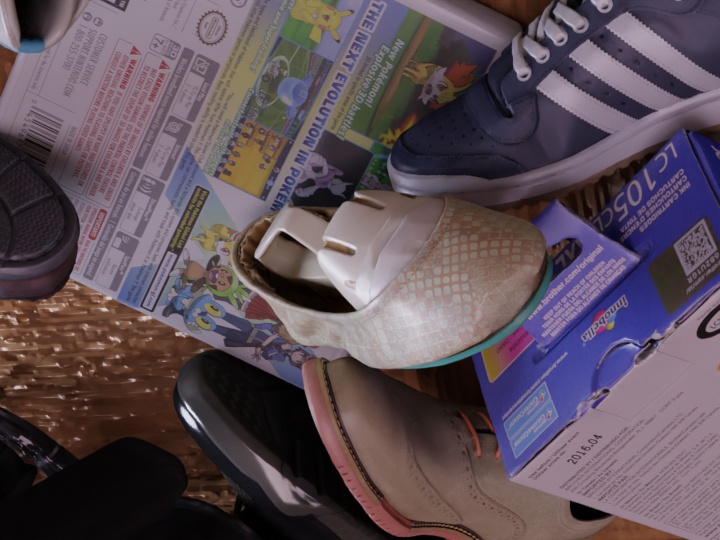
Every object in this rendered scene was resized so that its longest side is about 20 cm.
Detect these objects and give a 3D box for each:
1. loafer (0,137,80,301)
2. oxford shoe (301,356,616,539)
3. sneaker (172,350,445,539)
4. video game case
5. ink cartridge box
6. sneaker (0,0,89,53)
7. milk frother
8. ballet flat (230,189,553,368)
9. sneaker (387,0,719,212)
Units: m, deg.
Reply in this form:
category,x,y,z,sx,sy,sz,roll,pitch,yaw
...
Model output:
category,x,y,z,sx,sy,sz,roll,pitch,yaw
loafer,-0.202,-0.030,0.886,0.200,0.072,0.063,22,140,20
oxford shoe,0.044,0.074,0.876,0.074,0.071,0.200,-28,148,18
sneaker,-0.031,0.128,0.950,0.114,0.076,0.199,-37,113,22
video game case,-0.056,-0.060,0.872,0.182,0.022,0.200,26,122,-4
ink cartridge box,0.139,0.032,0.808,0.200,0.076,0.136,20,128,-34
sneaker,-0.144,-0.112,0.789,0.075,0.087,0.200,1,157,-34
milk frother,-0.155,0.162,0.897,0.200,0.188,0.181,0,113,43
ballet flat,0.000,0.000,0.788,0.062,0.067,0.200,38,163,-17
sneaker,0.093,-0.098,0.779,0.200,0.070,0.109,-18,120,9
